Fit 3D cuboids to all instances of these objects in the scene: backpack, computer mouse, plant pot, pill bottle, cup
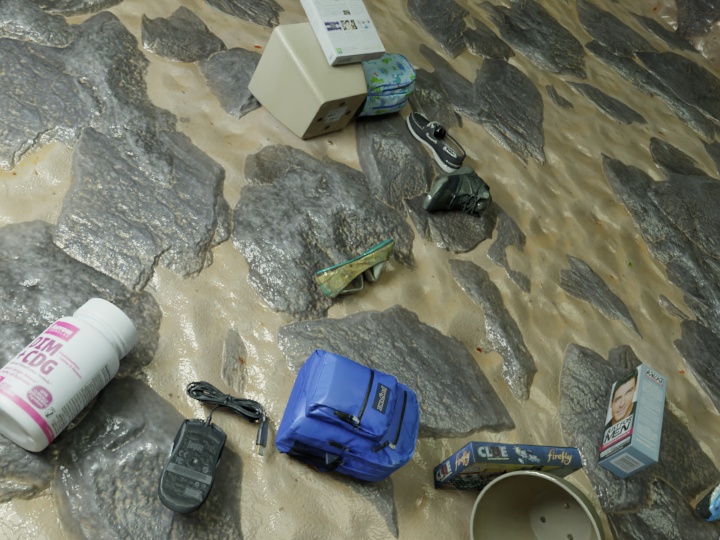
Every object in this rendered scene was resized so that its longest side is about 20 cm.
[{"bbox_3d":[-0.007,0.230,0.944,0.199,0.168,0.163,26,55,-10],"label":"backpack"},{"bbox_3d":[0.040,-0.457,1.509,0.199,0.154,0.164,1,47,-40],"label":"backpack"},{"bbox_3d":[-0.212,0.269,0.902,0.140,0.046,0.201,20,44,-16],"label":"computer mouse"},{"bbox_3d":[-0.101,-0.414,1.376,0.199,0.200,0.178,-24,79,-36],"label":"plant pot"},{"bbox_3d":[-0.413,0.138,0.856,0.113,0.114,0.200,33,48,2],"label":"pill bottle"},{"bbox_3d":[0.290,0.404,0.952,0.143,0.200,0.201,10,45,-55],"label":"cup"}]

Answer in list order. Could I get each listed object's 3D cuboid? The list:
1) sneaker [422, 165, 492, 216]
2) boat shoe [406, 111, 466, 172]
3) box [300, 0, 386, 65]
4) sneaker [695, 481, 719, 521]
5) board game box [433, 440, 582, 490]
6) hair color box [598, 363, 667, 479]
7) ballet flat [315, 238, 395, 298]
[{"bbox_3d":[0.231,-0.168,1.408,0.114,0.076,0.199,43,44,18],"label":"sneaker"},{"bbox_3d":[0.189,-0.331,1.521,0.074,0.060,0.201,-17,64,-32],"label":"boat shoe"},{"bbox_3d":[-0.044,-0.546,1.329,0.144,0.036,0.201,-20,84,-36],"label":"box"},{"bbox_3d":[0.726,0.445,1.163,0.199,0.079,0.090,-2,40,-25],"label":"sneaker"},{"bbox_3d":[0.237,0.324,1.003,0.199,0.136,0.035,9,52,-19],"label":"board game box"},{"bbox_3d":[0.527,0.288,1.187,0.060,0.099,0.200,32,48,2],"label":"hair color box"},{"bbox_3d":[0.000,0.000,1.191,0.199,0.071,0.071,-26,69,-37],"label":"ballet flat"}]
